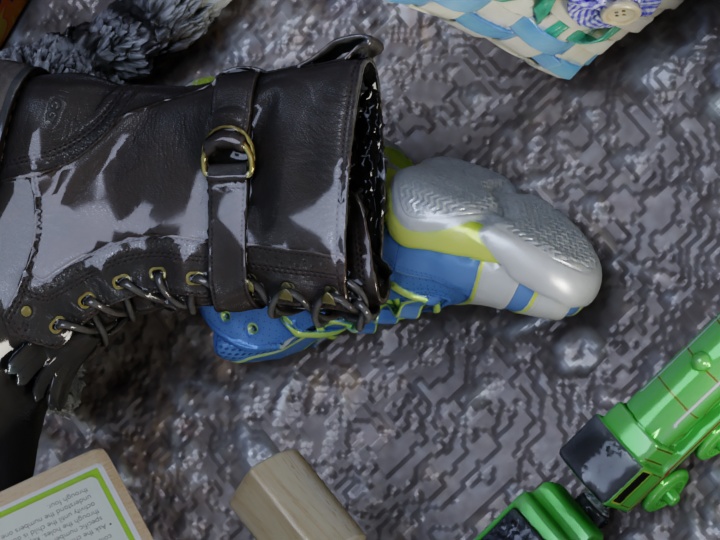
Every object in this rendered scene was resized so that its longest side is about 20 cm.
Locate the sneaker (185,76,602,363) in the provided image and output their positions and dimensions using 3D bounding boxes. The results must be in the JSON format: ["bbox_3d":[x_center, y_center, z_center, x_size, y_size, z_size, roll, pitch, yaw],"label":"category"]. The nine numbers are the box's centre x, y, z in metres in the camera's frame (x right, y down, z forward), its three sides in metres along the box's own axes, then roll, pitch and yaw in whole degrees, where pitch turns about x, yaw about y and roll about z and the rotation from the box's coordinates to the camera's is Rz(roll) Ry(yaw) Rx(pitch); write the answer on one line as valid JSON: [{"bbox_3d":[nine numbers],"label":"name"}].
[{"bbox_3d":[0.000,0.000,1.134,0.200,0.076,0.105,26,107,28],"label":"sneaker"}]

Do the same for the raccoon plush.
[{"bbox_3d":[-0.110,-0.033,1.173,0.200,0.097,0.134,-38,75,13],"label":"raccoon plush"}]

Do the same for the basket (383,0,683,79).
[{"bbox_3d":[0.089,-0.177,1.063,0.200,0.176,0.139,-51,44,23],"label":"basket"}]

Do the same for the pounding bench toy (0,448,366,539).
[{"bbox_3d":[-0.094,0.160,1.102,0.200,0.156,0.124,-25,67,-15],"label":"pounding bench toy"}]

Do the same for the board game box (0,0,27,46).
[{"bbox_3d":[-0.237,-0.222,1.203,0.200,0.200,0.200,33,94,26],"label":"board game box"}]

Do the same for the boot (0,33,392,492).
[{"bbox_3d":[-0.074,0.005,1.081,0.174,0.069,0.201,5,87,18],"label":"boot"}]

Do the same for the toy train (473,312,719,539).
[{"bbox_3d":[0.108,0.064,1.070,0.200,0.056,0.042,-46,65,10],"label":"toy train"}]
